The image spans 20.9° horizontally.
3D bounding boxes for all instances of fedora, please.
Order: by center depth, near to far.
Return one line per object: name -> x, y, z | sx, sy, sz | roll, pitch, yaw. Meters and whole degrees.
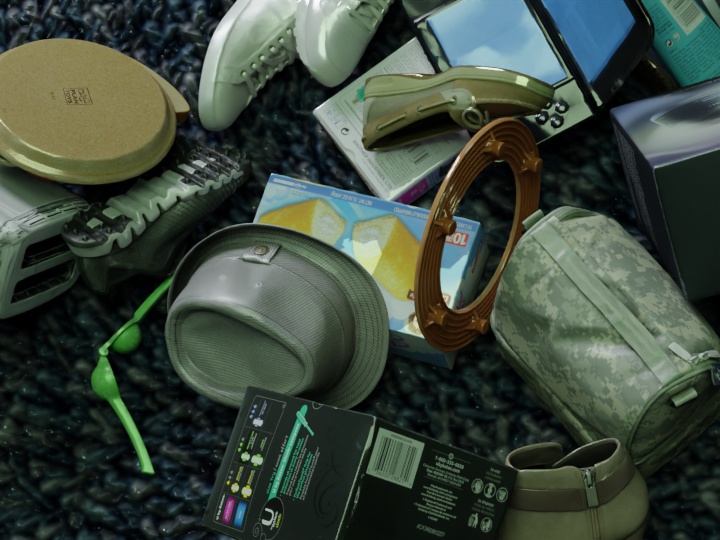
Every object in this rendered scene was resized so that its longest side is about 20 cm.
fedora -> -0.083, 0.056, 1.634 | 0.199, 0.090, 0.178 | 18, 117, 15

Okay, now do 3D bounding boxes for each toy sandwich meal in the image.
toy sandwich meal -> -0.255, -0.133, 1.755 | 0.203, 0.071, 0.206 | 10, 44, -10

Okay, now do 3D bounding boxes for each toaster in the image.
toaster -> -0.325, -0.034, 1.734 | 0.129, 0.200, 0.114 | 28, 112, 17

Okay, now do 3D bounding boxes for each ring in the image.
ring -> 0.103, -0.027, 1.615 | 0.019, 0.201, 0.201 | 21, 73, 28

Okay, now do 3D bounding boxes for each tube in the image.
tube -> 0.306, -0.167, 1.683 | 0.077, 0.050, 0.200 | -40, 96, -1

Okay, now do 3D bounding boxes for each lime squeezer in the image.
lime squeezer -> -0.199, 0.076, 1.725 | 0.070, 0.038, 0.202 | 4, 68, 13

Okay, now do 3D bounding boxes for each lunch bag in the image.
lunch bag -> 0.203, 0.056, 1.579 | 0.139, 0.168, 0.200 | -38, 66, -5

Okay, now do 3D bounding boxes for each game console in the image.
game console -> 0.138, -0.221, 1.687 | 0.171, 0.119, 0.201 | -27, 70, 1

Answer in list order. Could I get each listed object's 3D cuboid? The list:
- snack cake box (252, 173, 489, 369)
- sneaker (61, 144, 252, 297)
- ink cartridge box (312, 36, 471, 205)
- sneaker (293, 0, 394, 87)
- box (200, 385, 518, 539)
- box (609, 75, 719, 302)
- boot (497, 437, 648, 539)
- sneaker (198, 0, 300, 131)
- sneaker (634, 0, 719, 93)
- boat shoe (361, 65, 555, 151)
snack cake box -> 0.000, 0.000, 1.699 | 0.199, 0.067, 0.116 | 14, 71, 17
sneaker -> -0.178, -0.041, 1.754 | 0.199, 0.091, 0.066 | -33, 44, -31
ink cartridge box -> 0.072, -0.154, 1.762 | 0.199, 0.042, 0.120 | -37, 67, -2
sneaker -> 0.003, -0.259, 1.779 | 0.080, 0.076, 0.201 | -3, 59, 40
box -> -0.004, 0.178, 1.526 | 0.199, 0.148, 0.125 | 6, 76, 58
box -> 0.324, -0.085, 1.578 | 0.198, 0.199, 0.124 | -17, 108, 2
boot -> 0.132, 0.208, 1.541 | 0.199, 0.147, 0.070 | -17, 31, -8
sneaker -> -0.081, -0.212, 1.799 | 0.084, 0.073, 0.201 | 19, 72, 21
sneaker -> 0.244, -0.258, 1.752 | 0.108, 0.070, 0.200 | -44, 73, -3
boat shoe -> 0.080, -0.135, 1.668 | 0.200, 0.073, 0.064 | 2, 80, 41
